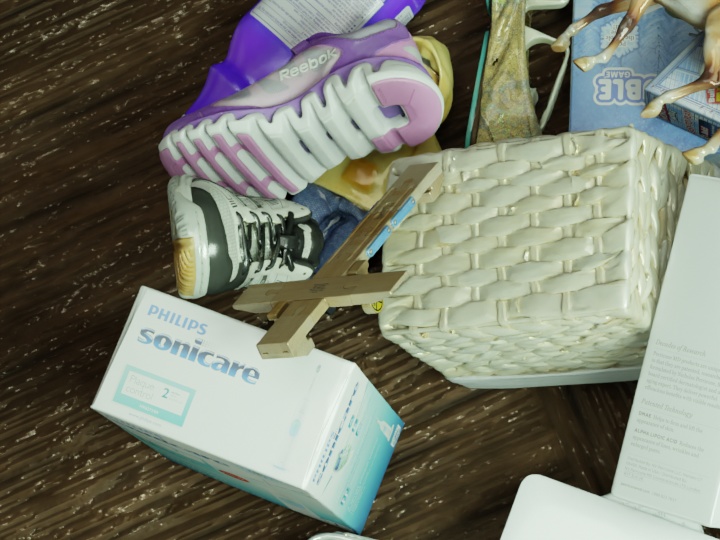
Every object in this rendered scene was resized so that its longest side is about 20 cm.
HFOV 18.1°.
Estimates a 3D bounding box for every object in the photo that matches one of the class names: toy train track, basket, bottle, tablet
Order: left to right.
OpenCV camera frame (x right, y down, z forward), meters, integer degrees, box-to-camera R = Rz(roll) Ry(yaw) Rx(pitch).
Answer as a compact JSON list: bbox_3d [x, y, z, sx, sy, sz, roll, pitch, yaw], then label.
[{"bbox_3d":[-0.045,-0.151,1.555,0.200,0.065,0.083,-46,68,-4],"label":"bottle"},{"bbox_3d":[0.000,0.000,1.347,0.114,0.033,0.200,-5,31,35],"label":"toy train track"},{"bbox_3d":[0.118,-0.007,1.424,0.199,0.123,0.137,-7,72,35],"label":"basket"},{"bbox_3d":[0.172,0.215,1.375,0.199,0.014,0.131,19,79,13],"label":"tablet"}]

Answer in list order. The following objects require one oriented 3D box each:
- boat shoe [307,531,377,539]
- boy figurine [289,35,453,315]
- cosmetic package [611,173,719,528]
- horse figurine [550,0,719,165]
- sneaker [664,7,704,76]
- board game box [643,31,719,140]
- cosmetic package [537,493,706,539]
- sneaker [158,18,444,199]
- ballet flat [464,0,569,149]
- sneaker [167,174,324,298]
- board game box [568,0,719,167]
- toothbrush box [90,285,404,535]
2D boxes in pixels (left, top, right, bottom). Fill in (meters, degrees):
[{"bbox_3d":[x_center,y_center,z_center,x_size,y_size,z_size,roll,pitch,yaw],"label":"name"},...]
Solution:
[{"bbox_3d":[0.048,0.225,1.439,0.199,0.065,0.074,20,79,14],"label":"boat shoe"},{"bbox_3d":[0.008,-0.068,1.526,0.124,0.064,0.201,33,85,22],"label":"boy figurine"},{"bbox_3d":[0.232,0.053,1.342,0.081,0.112,0.202,12,87,45],"label":"cosmetic package"},{"bbox_3d":[0.200,-0.150,1.356,0.133,0.050,0.200,-47,52,3],"label":"horse figurine"},{"bbox_3d":[0.261,-0.114,1.390,0.079,0.074,0.201,-35,67,10],"label":"sneaker"},{"bbox_3d":[0.291,-0.139,1.454,0.198,0.062,0.202,11,79,11],"label":"board game box"},{"bbox_3d":[0.188,0.237,1.410,0.101,0.074,0.201,-18,75,5],"label":"cosmetic package"},{"bbox_3d":[-0.039,-0.110,1.489,0.199,0.081,0.089,-17,48,19],"label":"sneaker"},{"bbox_3d":[0.111,-0.168,1.535,0.070,0.071,0.202,4,81,10],"label":"ballet flat"},{"bbox_3d":[-0.068,-0.023,1.396,0.087,0.200,0.076,-3,92,5],"label":"sneaker"},{"bbox_3d":[0.243,-0.168,1.523,0.198,0.043,0.201,1,77,9],"label":"board game box"},{"bbox_3d":[-0.065,0.091,1.424,0.145,0.200,0.086,20,79,13],"label":"toothbrush box"}]
